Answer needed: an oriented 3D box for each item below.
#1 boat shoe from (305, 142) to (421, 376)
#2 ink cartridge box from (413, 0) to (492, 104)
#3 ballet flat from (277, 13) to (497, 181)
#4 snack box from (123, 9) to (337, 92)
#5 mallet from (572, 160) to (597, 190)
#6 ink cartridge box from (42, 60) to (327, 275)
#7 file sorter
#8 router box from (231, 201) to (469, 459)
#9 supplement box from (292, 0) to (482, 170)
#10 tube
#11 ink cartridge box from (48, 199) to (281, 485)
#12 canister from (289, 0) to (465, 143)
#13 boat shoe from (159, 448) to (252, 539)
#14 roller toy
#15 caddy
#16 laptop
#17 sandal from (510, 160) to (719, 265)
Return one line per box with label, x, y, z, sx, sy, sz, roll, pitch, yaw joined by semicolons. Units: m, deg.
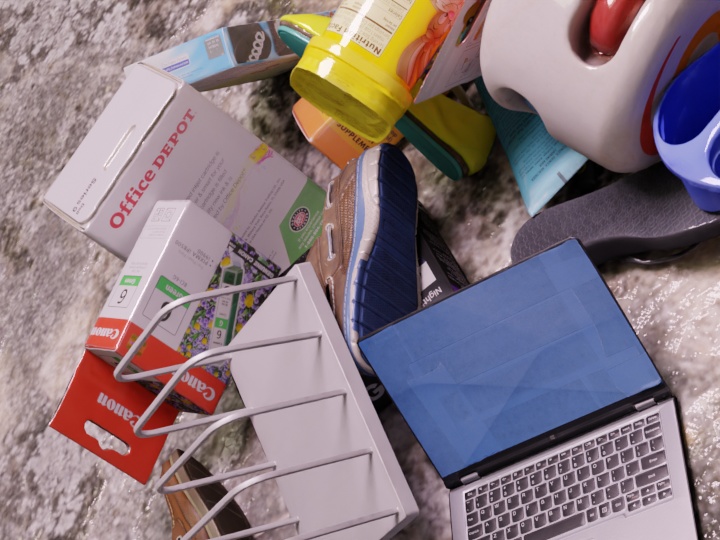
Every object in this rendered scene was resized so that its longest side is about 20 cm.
boat shoe;0.000;0.000;1.361;0.072;0.072;0.201;-23;42;34
ink cartridge box;0.108;-0.217;1.325;0.050;0.200;0.163;41;128;18
ballet flat;0.027;-0.154;1.454;0.067;0.200;0.067;-50;-3;-11
snack box;-0.097;-0.188;1.582;0.116;0.200;0.037;-16;93;35
mallet;0.173;-0.153;1.407;0.066;0.041;0.201;-6;63;44
ink cartridge box;-0.138;-0.056;1.503;0.087;0.200;0.146;29;84;50
file sorter;-0.075;0.121;1.286;0.139;0.124;0.201;-48;59;48
router box;-0.012;0.044;1.426;0.200;0.051;0.149;-42;43;14
supplement box;0.038;-0.173;1.518;0.200;0.066;0.069;-45;32;10
tube;0.127;-0.128;1.406;0.078;0.050;0.200;-52;34;24
ink cartridge box;-0.150;0.057;1.417;0.050;0.109;0.201;1;61;50
canister;0.037;-0.205;1.348;0.200;0.086;0.149;-58;3;-4
boat shoe;-0.120;0.216;1.391;0.068;0.072;0.200;-46;40;8
roller toy;0.175;-0.176;1.258;0.140;0.200;0.182;33;49;23
caddy;0.285;-0.109;1.178;0.200;0.105;0.141;-39;43;-9
laptop;0.107;0.118;1.211;0.187;0.116;0.201;-27;46;28
sandal;0.198;-0.033;1.296;0.200;0.043;0.076;-14;44;43
